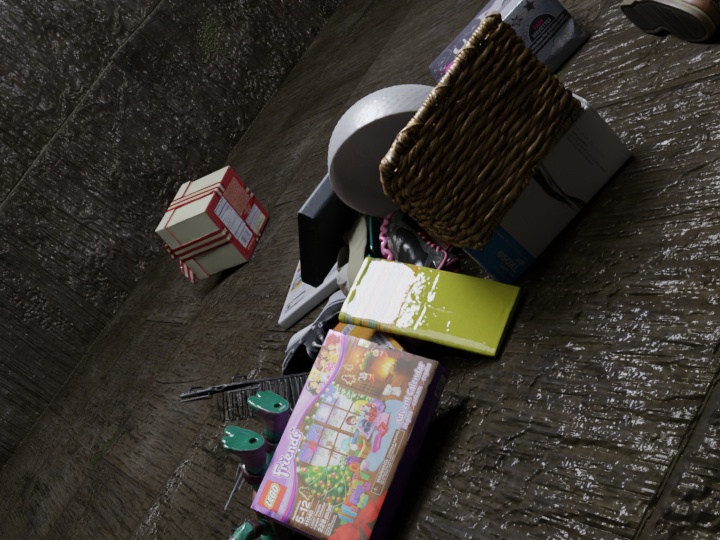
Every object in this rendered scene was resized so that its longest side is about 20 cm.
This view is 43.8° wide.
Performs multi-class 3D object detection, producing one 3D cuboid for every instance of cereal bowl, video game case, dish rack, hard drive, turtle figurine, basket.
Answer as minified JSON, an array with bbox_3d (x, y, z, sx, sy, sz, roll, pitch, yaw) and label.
[{"bbox_3d":[0.053,-0.156,1.105,0.199,0.198,0.085,-36,47,35],"label":"cereal bowl"},{"bbox_3d":[-0.050,-0.015,1.487,0.199,0.023,0.184,-39,23,34],"label":"video game case"},{"bbox_3d":[-0.112,0.152,1.082,0.152,0.197,0.056,-23,73,54],"label":"dish rack"},{"bbox_3d":[-0.022,-0.092,1.218,0.201,0.032,0.141,-57,-20,-34],"label":"hard drive"},{"bbox_3d":[-0.109,0.244,0.982,0.151,0.098,0.204,-85,-2,-61],"label":"turtle figurine"},{"bbox_3d":[0.102,-0.148,0.939,0.202,0.148,0.142,-54,23,-4],"label":"basket"}]

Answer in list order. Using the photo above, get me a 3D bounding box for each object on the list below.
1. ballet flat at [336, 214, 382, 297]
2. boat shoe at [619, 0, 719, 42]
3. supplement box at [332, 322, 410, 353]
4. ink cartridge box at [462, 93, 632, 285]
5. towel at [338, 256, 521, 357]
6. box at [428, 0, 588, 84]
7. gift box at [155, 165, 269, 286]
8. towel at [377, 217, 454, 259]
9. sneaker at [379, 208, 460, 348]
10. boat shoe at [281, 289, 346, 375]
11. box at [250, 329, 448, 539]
[{"bbox_3d":[0.000,0.000,1.125,0.069,0.069,0.201,-42,22,22],"label":"ballet flat"},{"bbox_3d":[0.361,-0.314,1.023,0.068,0.072,0.201,-47,20,10],"label":"boat shoe"},{"bbox_3d":[0.022,0.103,1.047,0.069,0.066,0.200,-46,20,3],"label":"supplement box"},{"bbox_3d":[0.187,-0.100,1.011,0.200,0.084,0.145,-48,21,10],"label":"ink cartridge box"},{"bbox_3d":[0.073,0.039,0.978,0.197,0.018,0.087,11,63,32],"label":"towel"},{"bbox_3d":[0.209,-0.318,1.306,0.200,0.114,0.133,-46,19,15],"label":"box"},{"bbox_3d":[-0.334,-0.089,2.029,0.184,0.201,0.186,-16,32,33],"label":"gift box"},{"bbox_3d":[0.086,-0.069,1.185,0.200,0.022,0.145,-48,50,8],"label":"towel"},{"bbox_3d":[0.079,-0.005,1.083,0.094,0.079,0.203,-29,45,24],"label":"sneaker"},{"bbox_3d":[-0.046,0.095,1.205,0.199,0.071,0.068,-37,21,41],"label":"boat shoe"},{"bbox_3d":[-0.010,0.171,0.899,0.135,0.039,0.203,12,69,30],"label":"box"}]
